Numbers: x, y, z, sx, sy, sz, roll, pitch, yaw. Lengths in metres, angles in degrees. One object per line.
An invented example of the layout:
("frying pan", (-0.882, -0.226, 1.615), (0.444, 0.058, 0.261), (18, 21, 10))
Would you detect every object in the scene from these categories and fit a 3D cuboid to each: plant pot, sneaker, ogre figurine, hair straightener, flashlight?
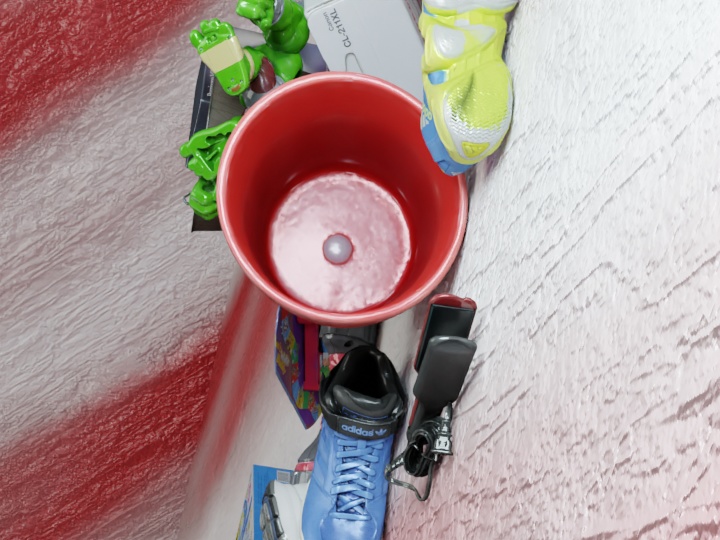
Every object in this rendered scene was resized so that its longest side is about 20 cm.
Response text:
("plant pot", (-0.016, -0.038, 1.257), (0.177, 0.197, 0.203), (100, 178, -77))
("sneaker", (-0.026, 0.267, 1.304), (0.075, 0.086, 0.202), (119, 142, -58))
("ogre figurine", (-0.089, -0.149, 1.286), (0.120, 0.097, 0.203), (-32, -57, -60))
("hair straightener", (0.046, 0.107, 1.111), (0.201, 0.040, 0.078), (110, 167, -48))
("sneaker", (0.070, -0.163, 1.151), (0.105, 0.075, 0.203), (116, 161, -62))
("flashlight", (-0.025, 0.127, 1.458), (0.068, 0.067, 0.203), (125, 153, -72))
("sneaker", (-0.007, 0.156, 1.276), (0.112, 0.076, 0.202), (96, -176, -52))

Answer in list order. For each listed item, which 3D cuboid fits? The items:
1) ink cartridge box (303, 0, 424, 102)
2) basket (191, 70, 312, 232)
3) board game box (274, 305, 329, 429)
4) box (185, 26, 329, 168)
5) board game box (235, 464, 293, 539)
("ink cartridge box", (0.013, -0.223, 1.360), (0.201, 0.082, 0.147), (-94, -19, -56))
("basket", (-0.048, -0.111, 1.434), (0.136, 0.197, 0.183), (124, 153, -75))
("board game box", (-0.037, 0.071, 1.611), (0.201, 0.038, 0.160), (68, -149, -52))
("box", (-0.129, -0.224, 2.105), (0.201, 0.195, 0.124), (-91, 15, -50))
("board game box", (-0.122, 0.372, 1.843), (0.201, 0.055, 0.198), (-100, 22, -66))
